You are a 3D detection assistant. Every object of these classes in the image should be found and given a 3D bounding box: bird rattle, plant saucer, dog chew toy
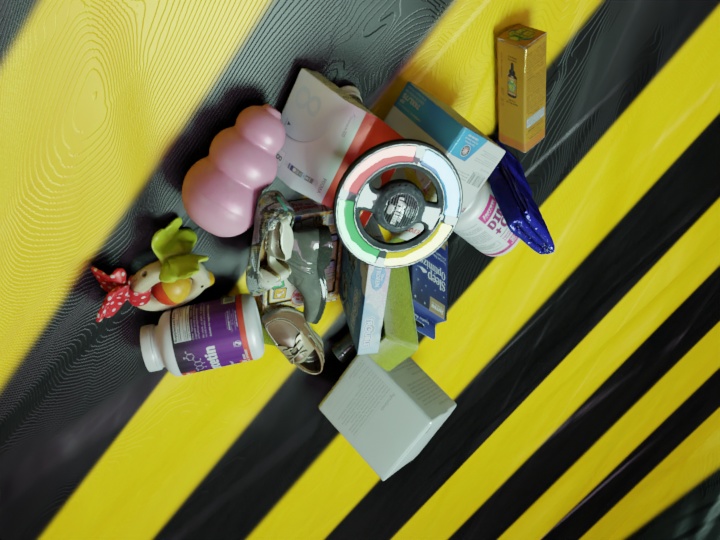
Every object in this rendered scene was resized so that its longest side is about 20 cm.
[{"bbox_3d":[-0.320,0.026,1.128,0.198,0.114,0.163,-38,151,7],"label":"bird rattle"},{"bbox_3d":[0.040,0.062,1.249,0.047,0.205,0.200,-3,163,-14],"label":"plant saucer"},{"bbox_3d":[-0.180,-0.154,1.051,0.123,0.125,0.202,25,103,-41],"label":"dog chew toy"}]

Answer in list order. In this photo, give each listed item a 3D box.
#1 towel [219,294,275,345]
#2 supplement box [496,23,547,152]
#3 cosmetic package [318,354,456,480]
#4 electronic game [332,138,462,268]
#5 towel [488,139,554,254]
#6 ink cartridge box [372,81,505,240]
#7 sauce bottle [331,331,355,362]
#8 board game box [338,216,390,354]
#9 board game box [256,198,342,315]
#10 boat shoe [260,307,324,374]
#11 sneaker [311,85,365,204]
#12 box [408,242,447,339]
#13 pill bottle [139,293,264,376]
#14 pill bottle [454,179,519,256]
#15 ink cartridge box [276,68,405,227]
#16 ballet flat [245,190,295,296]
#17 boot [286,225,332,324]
[{"bbox_3d":[-0.189,0.100,1.317,0.197,0.018,0.087,16,117,-38],"label":"towel"},{"bbox_3d":[0.277,-0.310,1.212,0.068,0.066,0.203,-37,139,-22],"label":"supplement box"},{"bbox_3d":[0.057,0.276,1.436,0.168,0.200,0.166,-52,161,17],"label":"cosmetic package"},{"bbox_3d":[0.055,-0.093,1.028,0.194,0.042,0.205,-6,122,-10],"label":"electronic game"},{"bbox_3d":[0.286,-0.136,1.274,0.049,0.204,0.146,-34,140,27],"label":"towel"},{"bbox_3d":[0.103,-0.166,1.157,0.145,0.146,0.202,11,119,-53],"label":"ink cartridge box"},{"bbox_3d":[0.027,0.105,1.413,0.199,0.065,0.065,-42,135,4],"label":"sauce bottle"},{"bbox_3d":[0.000,0.000,1.215,0.042,0.201,0.204,-4,128,-14],"label":"board game box"},{"bbox_3d":[-0.107,-0.025,1.242,0.148,0.047,0.204,-10,130,-23],"label":"board game box"},{"bbox_3d":[-0.116,0.133,1.307,0.075,0.073,0.200,-29,144,11],"label":"boat shoe"},{"bbox_3d":[-0.035,-0.185,1.125,0.072,0.088,0.203,4,124,-32],"label":"sneaker"},{"bbox_3d":[0.119,0.014,1.313,0.032,0.205,0.120,-15,149,36],"label":"box"},{"bbox_3d":[-0.267,0.113,1.201,0.194,0.114,0.114,-12,132,-5],"label":"pill bottle"},{"bbox_3d":[0.211,-0.115,1.306,0.114,0.114,0.198,-48,134,14],"label":"pill bottle"},{"bbox_3d":[-0.044,-0.177,1.054,0.047,0.199,0.162,-12,137,-57],"label":"ink cartridge box"},{"bbox_3d":[-0.135,-0.023,1.076,0.070,0.073,0.204,-8,134,-24],"label":"ballet flat"},{"bbox_3d":[-0.120,0.005,1.194,0.127,0.068,0.204,-2,127,-13],"label":"boot"}]
